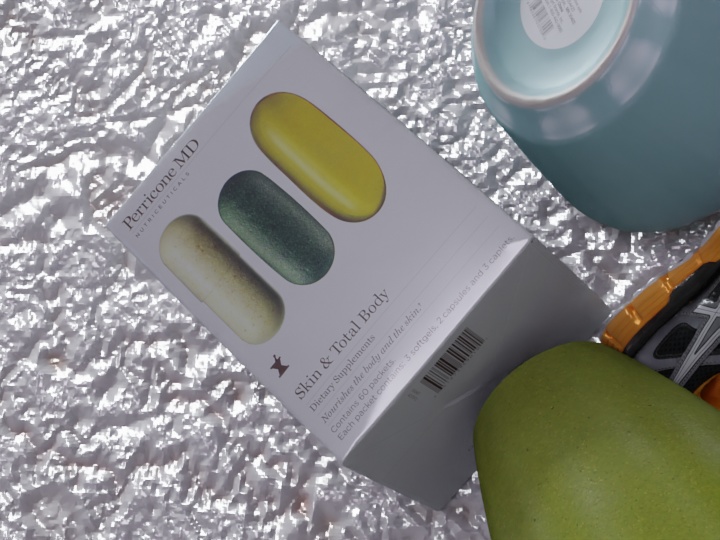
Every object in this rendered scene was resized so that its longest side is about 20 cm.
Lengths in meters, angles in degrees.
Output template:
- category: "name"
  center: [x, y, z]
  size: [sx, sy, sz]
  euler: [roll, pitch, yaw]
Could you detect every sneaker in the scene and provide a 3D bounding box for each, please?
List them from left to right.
- category: "sneaker"
  center: [0.210, 0.006, 1.019]
  size: [0.077, 0.078, 0.200]
  euler: [56, 134, 14]

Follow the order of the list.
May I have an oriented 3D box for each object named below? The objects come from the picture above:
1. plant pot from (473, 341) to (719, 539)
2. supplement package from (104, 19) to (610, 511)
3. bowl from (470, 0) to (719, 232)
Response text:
- category: "plant pot"
  center: [0.142, 0.135, 0.989]
  size: [0.187, 0.187, 0.200]
  euler: [-40, 48, 7]
- category: "supplement package"
  center: [0.000, 0.000, 1.088]
  size: [0.200, 0.151, 0.152]
  euler: [42, 93, 27]
- category: "bowl"
  center: [0.135, -0.128, 1.059]
  size: [0.200, 0.105, 0.202]
  euler: [-15, 69, 44]
